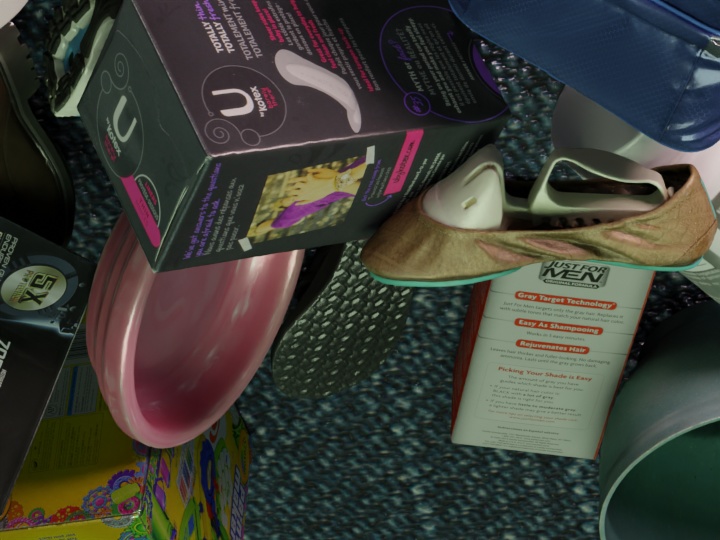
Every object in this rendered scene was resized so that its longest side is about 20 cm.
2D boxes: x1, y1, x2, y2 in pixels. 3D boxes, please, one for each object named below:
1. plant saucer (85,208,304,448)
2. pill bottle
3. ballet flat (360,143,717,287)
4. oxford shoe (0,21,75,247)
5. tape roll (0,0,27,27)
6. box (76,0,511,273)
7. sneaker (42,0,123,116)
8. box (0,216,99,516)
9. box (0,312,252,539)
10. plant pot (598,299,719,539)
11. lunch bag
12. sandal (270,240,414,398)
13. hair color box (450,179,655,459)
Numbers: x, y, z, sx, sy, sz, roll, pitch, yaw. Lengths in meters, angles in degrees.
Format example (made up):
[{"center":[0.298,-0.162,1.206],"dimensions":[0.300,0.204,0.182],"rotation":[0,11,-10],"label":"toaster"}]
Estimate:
[{"center":[-0.103,0.006,1.764],"dimensions":[0.051,0.201,0.201],"rotation":[23,145,22],"label":"plant saucer"},{"center":[0.212,-0.052,1.715],"dimensions":[0.114,0.114,0.200],"rotation":[-30,129,33],"label":"pill bottle"},{"center":[0.098,-0.035,1.616],"dimensions":[0.199,0.068,0.073],"rotation":[-1,127,3],"label":"ballet flat"},{"center":[-0.226,-0.070,1.733],"dimensions":[0.073,0.084,0.201],"rotation":[32,154,36],"label":"oxford shoe"},{"center":[-0.250,-0.223,1.483],"dimensions":[0.201,0.204,0.140],"rotation":[9,140,-7],"label":"tape roll"},{"center":[-0.038,-0.088,1.628],"dimensions":[0.199,0.123,0.106],"rotation":[-8,147,-32],"label":"box"},{"center":[-0.106,-0.157,1.664],"dimensions":[0.090,0.079,0.200],"rotation":[7,147,-31],"label":"sneaker"},{"center":[-0.258,0.056,1.775],"dimensions":[0.086,0.165,0.200],"rotation":[27,166,-25],"label":"box"},{"center":[-0.158,0.140,1.895],"dimensions":[0.121,0.201,0.193],"rotation":[-8,137,13],"label":"box"},{"center":[0.243,0.103,1.870],"dimensions":[0.199,0.135,0.201],"rotation":[-3,136,-3],"label":"plant pot"},{"center":[0.158,-0.170,1.527],"dimensions":[0.199,0.136,0.133],"rotation":[31,141,12],"label":"lunch bag"},{"center":[0.001,0.000,1.847],"dimensions":[0.075,0.048,0.201],"rotation":[14,125,-20],"label":"sandal"},{"center":[0.120,0.034,1.860],"dimensions":[0.101,0.061,0.201],"rotation":[7,140,-4],"label":"hair color box"}]
